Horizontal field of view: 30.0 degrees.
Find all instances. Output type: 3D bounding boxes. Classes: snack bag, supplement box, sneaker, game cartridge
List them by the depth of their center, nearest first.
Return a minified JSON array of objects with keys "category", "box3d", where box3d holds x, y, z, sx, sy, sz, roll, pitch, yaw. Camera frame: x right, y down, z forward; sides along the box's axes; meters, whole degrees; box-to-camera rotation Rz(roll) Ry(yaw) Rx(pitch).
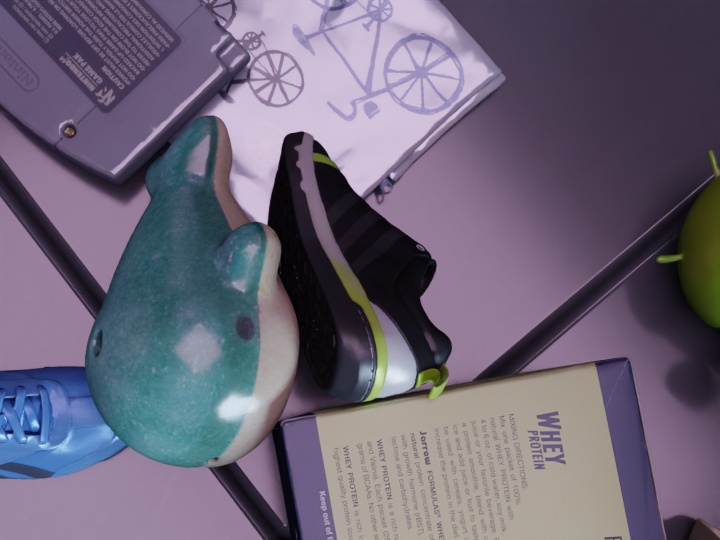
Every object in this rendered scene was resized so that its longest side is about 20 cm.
[{"category":"sneaker","box3d":[0.000,0.000,0.773,0.082,0.072,0.201,-1,47,-20]},{"category":"supplement box","box3d":[0.064,0.167,0.777,0.197,0.134,0.203,-10,85,-7]},{"category":"sneaker","box3d":[-0.223,0.090,0.783,0.197,0.078,0.067,-3,82,-8]},{"category":"game cartridge","box3d":[-0.181,-0.156,0.825,0.133,0.042,0.200,-44,84,-2]},{"category":"snack bag","box3d":[-0.037,-0.126,0.856,0.200,0.021,0.189,-43,89,-6]}]

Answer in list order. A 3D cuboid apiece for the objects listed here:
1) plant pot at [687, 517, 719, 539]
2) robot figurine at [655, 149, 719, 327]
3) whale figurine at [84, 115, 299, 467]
[{"category":"plant pot","box3d":[0.254,0.289,0.765,0.198,0.200,0.178,31,92,-2]},{"category":"robot figurine","box3d":[0.284,0.006,0.829,0.198,0.116,0.177,28,79,-2]},{"category":"whale figurine","box3d":[-0.106,0.010,0.766,0.103,0.159,0.203,6,66,-34]}]
